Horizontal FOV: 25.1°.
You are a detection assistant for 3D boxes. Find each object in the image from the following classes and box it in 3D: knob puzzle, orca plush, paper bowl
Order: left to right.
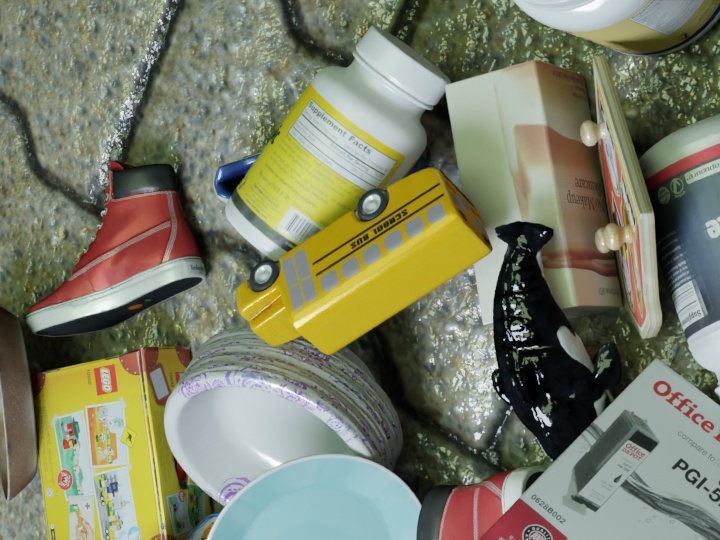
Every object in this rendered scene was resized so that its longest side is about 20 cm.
[{"bbox_3d":[-0.061,0.128,1.402,0.200,0.104,0.201,14,134,14],"label":"paper bowl"},{"bbox_3d":[0.140,0.066,1.224,0.105,0.071,0.200,5,111,22],"label":"orca plush"},{"bbox_3d":[0.195,-0.033,1.238,0.030,0.220,0.220,-11,81,3],"label":"knob puzzle"}]

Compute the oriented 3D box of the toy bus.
[{"bbox_3d":[0.000,0.000,1.276,0.200,0.065,0.078,-33,47,15],"label":"toy bus"}]

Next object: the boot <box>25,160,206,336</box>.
[{"bbox_3d":[-0.254,-0.025,1.585,0.200,0.072,0.144,-23,75,21],"label":"boot"}]

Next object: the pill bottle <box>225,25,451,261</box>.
[{"bbox_3d":[-0.015,-0.099,1.344,0.111,0.111,0.200,43,103,26],"label":"pill bottle"}]

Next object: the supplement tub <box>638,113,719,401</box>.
[{"bbox_3d":[0.293,-0.009,1.191,0.140,0.140,0.200,-25,75,29],"label":"supplement tub"}]

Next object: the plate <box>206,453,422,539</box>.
[{"bbox_3d":[-0.037,0.243,1.336,0.026,0.200,0.200,-142,67,-69],"label":"plate"}]

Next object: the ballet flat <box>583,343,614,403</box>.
[{"bbox_3d":[0.186,0.152,1.309,0.072,0.068,0.200,-10,79,12],"label":"ballet flat"}]

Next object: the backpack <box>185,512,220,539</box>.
[{"bbox_3d":[-0.129,0.311,1.423,0.191,0.154,0.200,-59,31,3],"label":"backpack"}]

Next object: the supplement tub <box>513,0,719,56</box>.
[{"bbox_3d":[0.190,-0.246,1.230,0.145,0.200,0.146,-1,87,33],"label":"supplement tub"}]

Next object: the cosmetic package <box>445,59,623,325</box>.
[{"bbox_3d":[0.142,-0.060,1.313,0.087,0.103,0.200,-12,83,30],"label":"cosmetic package"}]

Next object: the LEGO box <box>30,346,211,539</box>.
[{"bbox_3d":[-0.230,0.183,1.555,0.149,0.077,0.200,-13,81,32],"label":"LEGO box"}]

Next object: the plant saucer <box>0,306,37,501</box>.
[{"bbox_3d":[-0.346,0.127,1.602,0.200,0.034,0.201,175,90,-74],"label":"plant saucer"}]

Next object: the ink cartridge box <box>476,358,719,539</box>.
[{"bbox_3d":[0.203,0.184,1.167,0.147,0.083,0.200,38,72,26],"label":"ink cartridge box"}]

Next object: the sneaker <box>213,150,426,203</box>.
[{"bbox_3d":[-0.039,-0.080,1.438,0.200,0.088,0.075,-13,80,30],"label":"sneaker"}]

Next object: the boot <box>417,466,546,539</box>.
[{"bbox_3d":[0.101,0.264,1.279,0.144,0.072,0.200,-21,66,46],"label":"boot"}]
